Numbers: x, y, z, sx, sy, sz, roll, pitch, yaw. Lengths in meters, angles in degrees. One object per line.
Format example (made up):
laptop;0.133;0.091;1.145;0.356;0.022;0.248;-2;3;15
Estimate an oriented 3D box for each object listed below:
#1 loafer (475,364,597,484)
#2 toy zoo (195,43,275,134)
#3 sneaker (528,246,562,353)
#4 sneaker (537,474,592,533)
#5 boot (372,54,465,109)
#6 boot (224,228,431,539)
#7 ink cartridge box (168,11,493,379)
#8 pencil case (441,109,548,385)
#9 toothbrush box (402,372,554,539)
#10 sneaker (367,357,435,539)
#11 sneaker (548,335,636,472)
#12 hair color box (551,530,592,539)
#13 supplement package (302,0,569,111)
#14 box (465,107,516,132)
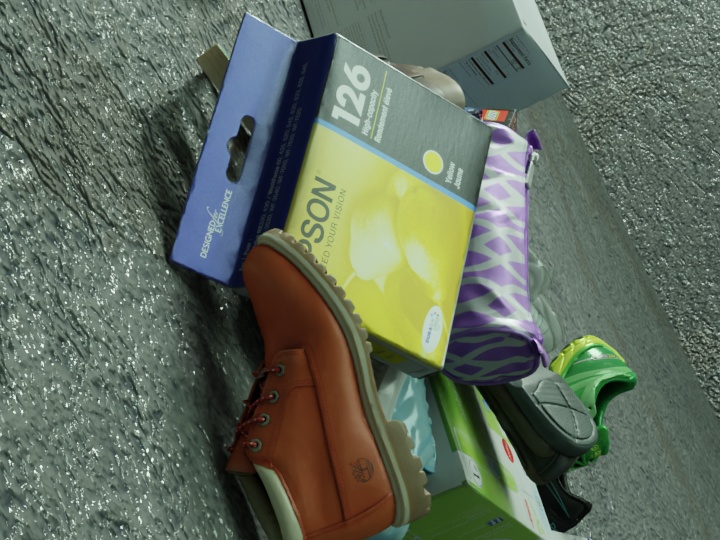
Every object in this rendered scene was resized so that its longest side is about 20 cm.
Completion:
loafer;0.098;0.073;1.326;0.072;0.063;0.200;-4;50;-45
toy zoo;-0.071;-0.107;1.302;0.131;0.020;0.200;53;1;-4
sneaker;0.117;0.033;1.465;0.070;0.080;0.200;49;-5;26
sneaker;0.149;0.157;1.630;0.075;0.079;0.200;25;41;-66
boot;0.016;-0.129;1.445;0.200;0.146;0.070;-122;-151;-55
boot;-0.043;0.075;1.068;0.200;0.107;0.075;67;-19;8
ink cartridge box;-0.012;-0.055;1.189;0.200;0.047;0.198;28;62;-28
pencil case;0.093;-0.014;1.283;0.084;0.085;0.200;68;21;-57
toothbrush box;0.062;0.142;1.349;0.200;0.086;0.146;44;25;-57
sneaker;0.019;0.107;1.233;0.082;0.074;0.200;47;44;-29
sneaker;0.175;0.148;1.549;0.084;0.200;0.074;30;-16;21
hair color box;0.172;0.289;1.531;0.200;0.065;0.109;25;43;-65
supplement package;0.069;-0.242;1.749;0.147;0.200;0.192;37;32;-59
box;0.050;-0.085;1.472;0.200;0.137;0.040;-62;153;-60
